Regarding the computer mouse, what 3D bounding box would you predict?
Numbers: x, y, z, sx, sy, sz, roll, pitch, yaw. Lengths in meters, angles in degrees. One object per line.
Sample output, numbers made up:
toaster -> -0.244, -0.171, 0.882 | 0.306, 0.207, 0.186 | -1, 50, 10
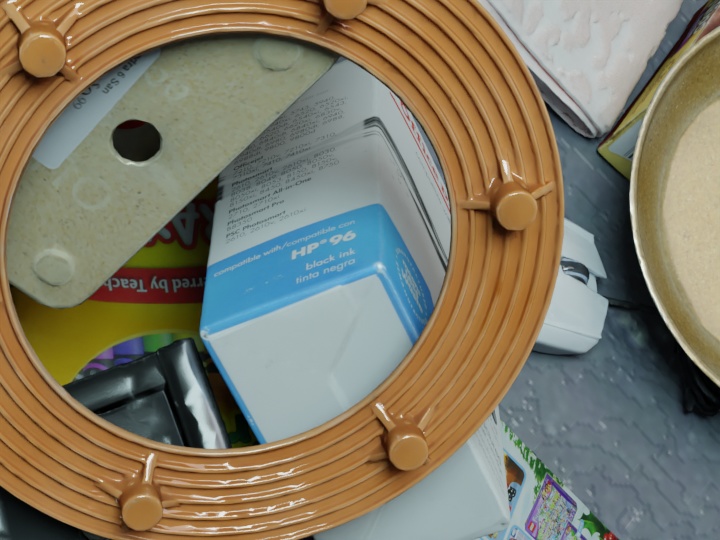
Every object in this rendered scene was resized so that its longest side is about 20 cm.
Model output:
computer mouse -> 0.082, 0.003, 0.833 | 0.199, 0.044, 0.111 | 8, 65, -23

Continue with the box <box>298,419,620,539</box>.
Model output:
box -> 0.024, 0.154, 0.712 | 0.137, 0.039, 0.201 | 46, 53, -28

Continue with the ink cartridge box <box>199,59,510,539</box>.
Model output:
ink cartridge box -> 0.000, 0.000, 0.678 | 0.201, 0.067, 0.116 | -91, 158, -58

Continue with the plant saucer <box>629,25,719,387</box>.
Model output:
plant saucer -> 0.210, -0.022, 0.850 | 0.199, 0.035, 0.202 | 3, 78, -15

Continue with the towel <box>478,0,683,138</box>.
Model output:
towel -> 0.113, -0.190, 0.849 | 0.191, 0.032, 0.201 | 38, 80, -45

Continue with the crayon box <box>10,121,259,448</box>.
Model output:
crayon box -> -0.085, 0.027, 0.735 | 0.126, 0.051, 0.202 | 0, 68, -27

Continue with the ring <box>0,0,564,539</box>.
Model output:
ring -> -0.035, -0.003, 0.523 | 0.199, 0.202, 0.019 | 18, 19, -18

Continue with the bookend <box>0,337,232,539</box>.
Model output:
bookend -> -0.131, 0.056, 0.622 | 0.199, 0.092, 0.200 | -19, 80, -5

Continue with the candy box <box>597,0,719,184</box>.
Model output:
candy box -> 0.228, -0.040, 0.918 | 0.200, 0.056, 0.117 | 41, 58, -3

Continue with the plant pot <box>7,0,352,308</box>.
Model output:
plant pot -> -0.096, -0.112, 0.584 | 0.200, 0.200, 0.178 | 38, 27, -24
